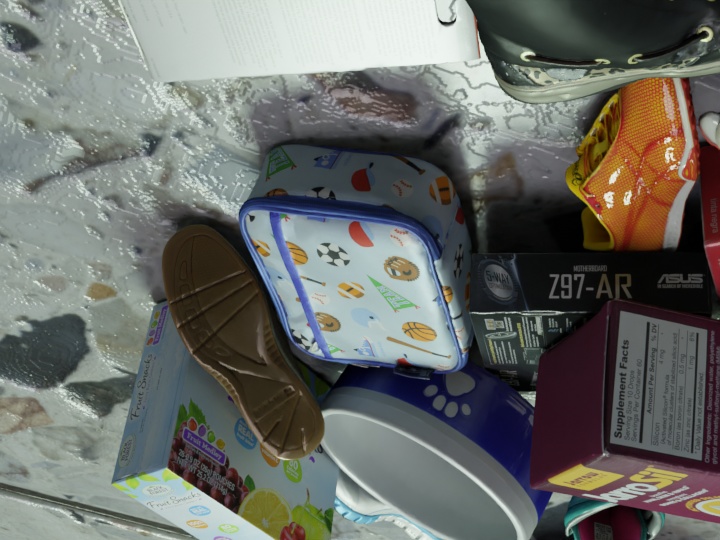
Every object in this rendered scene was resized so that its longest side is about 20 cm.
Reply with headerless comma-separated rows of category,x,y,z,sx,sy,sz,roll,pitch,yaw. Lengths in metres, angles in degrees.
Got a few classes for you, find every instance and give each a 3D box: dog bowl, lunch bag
dog bowl,0.064,0.144,0.981,0.199,0.079,0.201,28,155,14
lunch bag,0.000,0.000,0.859,0.159,0.076,0.201,6,143,18

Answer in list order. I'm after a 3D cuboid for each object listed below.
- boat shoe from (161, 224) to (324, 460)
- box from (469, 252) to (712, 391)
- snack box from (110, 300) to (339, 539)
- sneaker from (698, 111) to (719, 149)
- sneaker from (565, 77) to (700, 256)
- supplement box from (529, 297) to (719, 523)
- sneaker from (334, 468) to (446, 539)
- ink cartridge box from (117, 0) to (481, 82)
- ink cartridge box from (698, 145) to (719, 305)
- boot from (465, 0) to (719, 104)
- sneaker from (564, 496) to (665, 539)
boat shoe,-0.095,0.054,0.932,0.071,0.065,0.201,-27,105,-3
box,0.166,0.043,0.875,0.159,0.044,0.200,0,159,12
snack box,-0.100,0.139,0.992,0.067,0.170,0.200,-19,135,30
sneaker,0.241,-0.058,0.680,0.093,0.202,0.070,8,-166,34
sneaker,0.167,-0.069,0.741,0.076,0.074,0.201,-1,143,6
supplement box,0.229,0.102,0.795,0.198,0.104,0.131,12,159,-8
sneaker,0.048,0.206,1.151,0.199,0.076,0.086,27,133,-36
ink cartridge box,-0.035,-0.165,0.669,0.198,0.051,0.109,-2,143,11
ink cartridge box,0.329,-0.021,0.767,0.198,0.084,0.145,-9,141,21
boot,0.139,-0.153,0.588,0.202,0.074,0.154,-15,159,22
sneaker,0.201,0.184,1.013,0.083,0.122,0.200,5,160,-6
